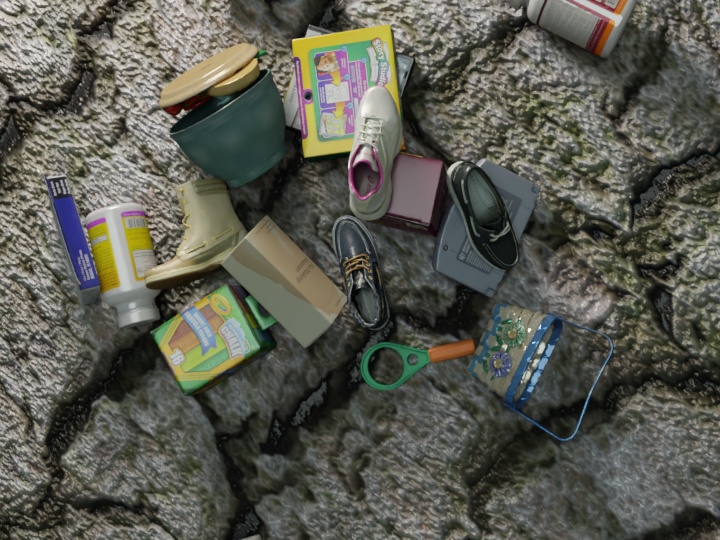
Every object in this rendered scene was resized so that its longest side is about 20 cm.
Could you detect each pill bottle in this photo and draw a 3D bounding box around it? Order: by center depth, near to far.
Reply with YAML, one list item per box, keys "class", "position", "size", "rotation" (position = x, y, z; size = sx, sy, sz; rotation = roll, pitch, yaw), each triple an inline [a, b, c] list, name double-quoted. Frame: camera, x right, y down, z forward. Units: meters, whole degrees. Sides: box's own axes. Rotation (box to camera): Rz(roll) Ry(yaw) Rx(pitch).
- class: "pill bottle"
  position: [0.340, -0.438, 1.545]
  size: [0.198, 0.110, 0.111]
  rotation: [29, 92, 9]
- class: "pill bottle"
  position: [-0.404, -0.007, 1.640]
  size: [0.103, 0.104, 0.203]
  rotation: [-15, 85, 7]

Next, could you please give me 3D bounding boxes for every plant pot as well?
- class: "plant pot"
  position: [-0.204, -0.226, 1.591]
  size: [0.198, 0.201, 0.135]
  rotation: [-29, 111, 6]

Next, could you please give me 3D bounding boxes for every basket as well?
- class: "basket"
  position: [0.281, 0.152, 1.509]
  size: [0.198, 0.139, 0.179]
  rotation: [24, 90, 19]

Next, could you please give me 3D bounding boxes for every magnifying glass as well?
- class: "magnifying glass"
  position: [0.096, 0.149, 1.600]
  size: [0.197, 0.022, 0.081]
  rotation: [-14, 85, 10]

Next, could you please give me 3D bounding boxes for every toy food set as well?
- class: "toy food set"
  position: [-0.249, -0.322, 1.597]
  size: [0.198, 0.199, 0.049]
  rotation: [-24, 113, 15]

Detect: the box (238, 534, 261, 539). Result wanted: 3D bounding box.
- class: "box"
  position: [-0.219, 0.560, 1.535]
  size: [0.129, 0.199, 0.203]
  rotation: [-17, 85, 7]

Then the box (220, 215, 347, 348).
- class: "box"
  position: [-0.123, 0.019, 1.569]
  size: [0.200, 0.095, 0.078]
  rotation: [44, 123, -7]

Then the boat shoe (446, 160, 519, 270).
- class: "boat shoe"
  position: [0.202, -0.081, 1.508]
  size: [0.075, 0.060, 0.201]
  rotation: [-40, 110, -11]

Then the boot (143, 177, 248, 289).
- class: "boot"
  position: [-0.296, -0.065, 1.621]
  size: [0.198, 0.073, 0.157]
  rotation: [-22, 83, -17]

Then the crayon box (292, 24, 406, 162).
- class: "crayon box"
  position: [-0.018, -0.295, 1.594]
  size: [0.169, 0.058, 0.204]
  rotation: [-6, 87, 6]

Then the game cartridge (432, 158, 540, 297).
- class: "game cartridge"
  position: [0.201, -0.073, 1.565]
  size: [0.132, 0.040, 0.202]
  rotation: [25, 91, -15]

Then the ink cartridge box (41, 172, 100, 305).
- class: "ink cartridge box"
  position: [-0.486, -0.053, 1.610]
  size: [0.040, 0.200, 0.203]
  rotation: [-17, 85, -17]

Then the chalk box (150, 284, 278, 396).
- class: "chalk box"
  position: [-0.225, 0.104, 1.597]
  size: [0.198, 0.124, 0.126]
  rotation: [-33, 83, 6]

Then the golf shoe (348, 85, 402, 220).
- class: "golf shoe"
  position: [0.020, -0.179, 1.390]
  size: [0.074, 0.092, 0.204]
  rotation: [2, 82, 9]

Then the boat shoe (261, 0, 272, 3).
- class: "boat shoe"
  position: [-0.163, -0.498, 1.649]
  size: [0.197, 0.072, 0.067]
  rotation: [9, 99, 9]

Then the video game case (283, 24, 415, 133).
- class: "video game case"
  position: [-0.026, -0.308, 1.637]
  size: [0.197, 0.025, 0.183]
  rotation: [19, 90, 9]

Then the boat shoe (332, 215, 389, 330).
- class: "boat shoe"
  position: [0.000, 0.000, 1.584]
  size: [0.070, 0.091, 0.203]
  rotation: [-20, 84, 7]

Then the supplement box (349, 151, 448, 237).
- class: "supplement box"
  position: [0.068, -0.123, 1.526]
  size: [0.129, 0.200, 0.105]
  rotation: [13, 89, 8]
